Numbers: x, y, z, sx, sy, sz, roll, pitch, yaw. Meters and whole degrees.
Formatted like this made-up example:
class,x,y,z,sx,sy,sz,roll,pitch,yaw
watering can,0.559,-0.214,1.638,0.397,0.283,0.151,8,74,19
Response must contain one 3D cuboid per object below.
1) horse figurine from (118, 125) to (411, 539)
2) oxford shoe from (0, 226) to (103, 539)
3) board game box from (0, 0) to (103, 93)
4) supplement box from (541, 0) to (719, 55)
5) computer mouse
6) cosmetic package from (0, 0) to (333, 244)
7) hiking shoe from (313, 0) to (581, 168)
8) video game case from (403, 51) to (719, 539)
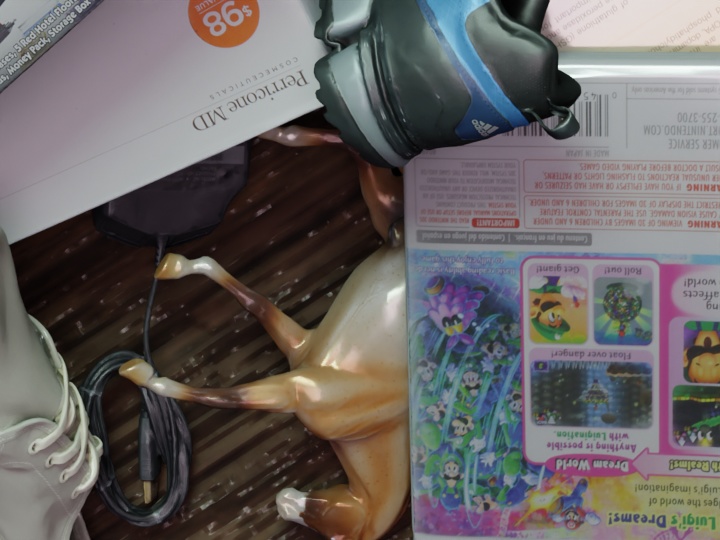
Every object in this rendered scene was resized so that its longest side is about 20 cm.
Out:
class,x,y,z,sx,sy,sz,roll,pitch,yaw
horse figurine,0.000,0.000,0.873,0.132,0.050,0.201,29,89,-19
oxford shoe,-0.121,0.055,0.831,0.057,0.076,0.201,4,135,2
board game box,-0.150,-0.156,0.723,0.200,0.062,0.200,-37,104,22
supplement box,0.136,-0.066,0.860,0.126,0.074,0.201,-31,97,6
computer mouse,-0.079,-0.002,0.887,0.058,0.034,0.202,3,103,-22
cosmetic package,-0.120,-0.094,0.809,0.199,0.052,0.151,-23,110,16
hiking shoe,0.038,-0.132,0.790,0.086,0.074,0.202,-5,74,22
video game case,0.114,0.015,0.826,0.198,0.024,0.184,1,106,11
